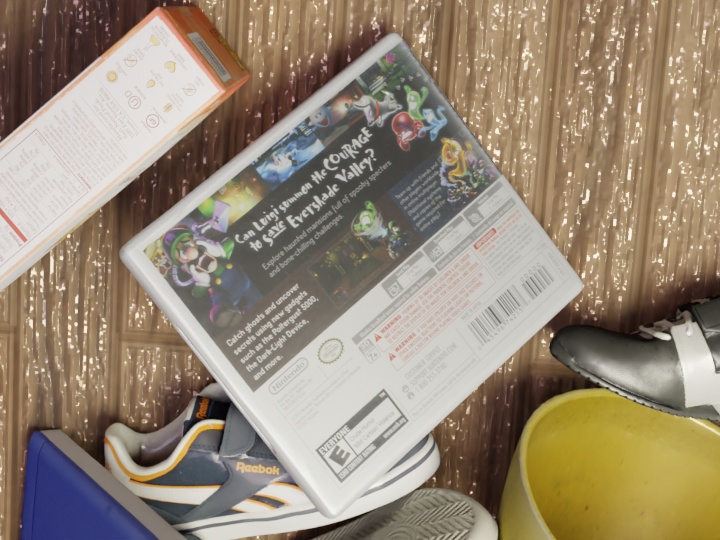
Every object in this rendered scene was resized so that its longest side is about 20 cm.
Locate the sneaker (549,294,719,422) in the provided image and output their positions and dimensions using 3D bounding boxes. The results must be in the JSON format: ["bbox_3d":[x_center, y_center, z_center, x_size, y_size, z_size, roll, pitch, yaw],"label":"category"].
[{"bbox_3d":[0.206,0.040,0.798,0.198,0.074,0.090,11,101,-11],"label":"sneaker"}]

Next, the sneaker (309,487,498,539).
[{"bbox_3d":[0.015,0.190,0.803,0.199,0.075,0.085,-27,109,42],"label":"sneaker"}]

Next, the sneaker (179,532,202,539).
[{"bbox_3d":[-0.111,0.236,0.823,0.078,0.066,0.202,10,124,30],"label":"sneaker"}]

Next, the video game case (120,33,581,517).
[{"bbox_3d":[0.000,0.000,0.771,0.200,0.023,0.182,-40,97,-17],"label":"video game case"}]

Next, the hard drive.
[{"bbox_3d":[-0.144,0.184,0.776,0.025,0.199,0.134,0,103,-34],"label":"hard drive"}]

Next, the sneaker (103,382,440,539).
[{"bbox_3d":[-0.056,0.106,0.811,0.198,0.079,0.080,-14,104,5],"label":"sneaker"}]

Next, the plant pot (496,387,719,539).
[{"bbox_3d":[0.151,0.187,0.779,0.198,0.201,0.143,22,122,-3],"label":"plant pot"}]

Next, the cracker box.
[{"bbox_3d":[-0.155,-0.058,0.755,0.199,0.134,0.058,-38,98,8],"label":"cracker box"}]
